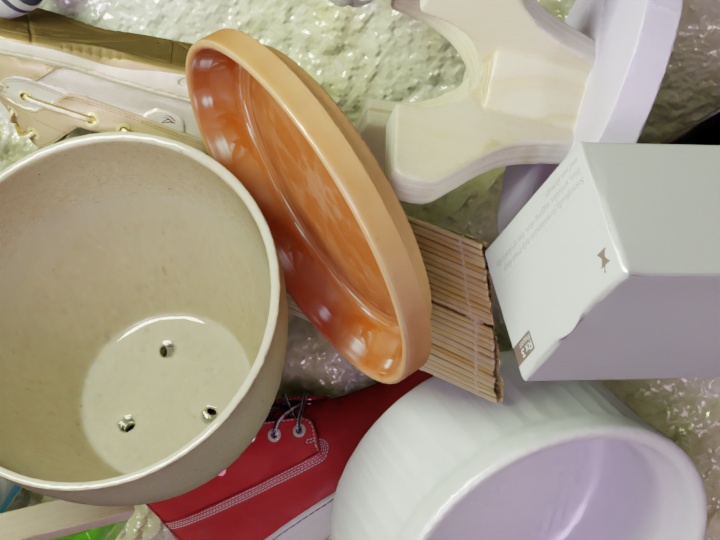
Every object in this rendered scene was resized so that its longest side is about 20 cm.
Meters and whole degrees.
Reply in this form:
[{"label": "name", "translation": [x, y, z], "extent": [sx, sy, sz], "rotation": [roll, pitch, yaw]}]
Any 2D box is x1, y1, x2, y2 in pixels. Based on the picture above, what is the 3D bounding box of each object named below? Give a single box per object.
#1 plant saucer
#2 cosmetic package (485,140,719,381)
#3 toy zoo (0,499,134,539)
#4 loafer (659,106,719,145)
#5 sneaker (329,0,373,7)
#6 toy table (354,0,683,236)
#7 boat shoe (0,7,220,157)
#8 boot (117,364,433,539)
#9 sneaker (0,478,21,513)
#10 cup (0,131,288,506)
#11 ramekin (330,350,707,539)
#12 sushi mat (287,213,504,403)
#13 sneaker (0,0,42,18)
[{"label": "plant saucer", "translation": [-0.022, -0.035, 1.382], "extent": [0.032, 0.200, 0.201], "rotation": [-31, 110, -16]}, {"label": "cosmetic package", "translation": [0.178, -0.003, 1.363], "extent": [0.200, 0.081, 0.113], "rotation": [3, 149, -29]}, {"label": "toy zoo", "translation": [-0.225, 0.201, 1.576], "extent": [0.020, 0.131, 0.200], "rotation": [57, 132, 23]}, {"label": "loafer", "translation": [0.212, -0.070, 1.429], "extent": [0.200, 0.072, 0.063], "rotation": [-37, 122, 23]}, {"label": "sneaker", "translation": [-0.010, -0.235, 1.387], "extent": [0.077, 0.080, 0.200], "rotation": [1, 98, -14]}, {"label": "toy table", "translation": [0.072, -0.099, 1.394], "extent": [0.117, 0.184, 0.200], "rotation": [14, 126, -13]}, {"label": "boat shoe", "translation": [-0.161, -0.097, 1.470], "extent": [0.200, 0.074, 0.069], "rotation": [13, 109, 1]}, {"label": "boot", "translation": [-0.055, 0.083, 1.543], "extent": [0.200, 0.072, 0.144], "rotation": [-38, 103, 25]}, {"label": "sneaker", "translation": [-0.238, 0.131, 1.581], "extent": [0.076, 0.081, 0.200], "rotation": [23, 114, -2]}, {"label": "cup", "translation": [-0.123, 0.045, 1.465], "extent": [0.200, 0.201, 0.143], "rotation": [-7, 156, 11]}, {"label": "ramekin", "translation": [0.081, 0.140, 1.492], "extent": [0.200, 0.098, 0.201], "rotation": [-16, 130, -20]}, {"label": "sushi mat", "translation": [0.000, 0.000, 1.460], "extent": [0.200, 0.012, 0.096], "rotation": [22, 128, 40]}, {"label": "sneaker", "translation": [-0.189, -0.230, 1.411], "extent": [0.079, 0.078, 0.200], "rotation": [-13, 111, 19]}]
